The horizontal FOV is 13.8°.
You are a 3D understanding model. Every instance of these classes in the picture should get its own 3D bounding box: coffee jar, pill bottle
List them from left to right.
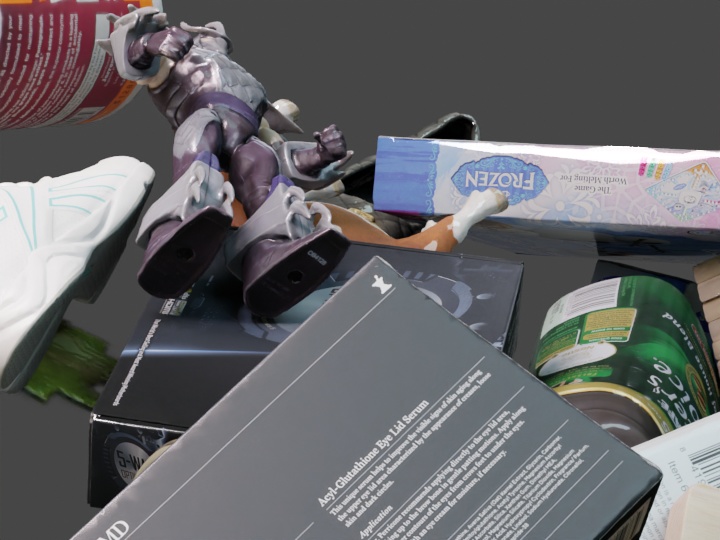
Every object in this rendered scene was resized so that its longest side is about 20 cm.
[{"bbox_3d":[-0.194,-0.121,1.434,0.109,0.110,0.200,39,24,23],"label":"pill bottle"},{"bbox_3d":[0.116,0.082,1.380,0.200,0.085,0.105,-59,130,-67],"label":"coffee jar"}]

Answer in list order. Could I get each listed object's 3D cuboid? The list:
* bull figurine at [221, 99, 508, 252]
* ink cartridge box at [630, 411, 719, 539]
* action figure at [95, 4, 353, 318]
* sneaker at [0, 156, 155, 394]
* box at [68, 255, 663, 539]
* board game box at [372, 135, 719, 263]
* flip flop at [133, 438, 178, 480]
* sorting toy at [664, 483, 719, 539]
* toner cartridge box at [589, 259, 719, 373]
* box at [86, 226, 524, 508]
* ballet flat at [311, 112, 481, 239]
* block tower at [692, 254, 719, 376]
[{"bbox_3d":[0.000,0.000,1.432,0.199,0.065,0.122,27,50,8],"label":"bull figurine"},{"bbox_3d":[0.185,0.128,1.230,0.199,0.083,0.146,-19,73,-27],"label":"ink cartridge box"},{"bbox_3d":[-0.059,-0.058,1.347,0.130,0.069,0.200,24,29,-24],"label":"action figure"},{"bbox_3d":[-0.149,-0.016,1.321,0.080,0.071,0.200,28,23,4],"label":"sneaker"},{"bbox_3d":[-0.009,0.112,1.074,0.141,0.079,0.200,39,61,17],"label":"box"},{"bbox_3d":[0.136,-0.033,1.542,0.198,0.044,0.200,2,-5,25],"label":"board game box"},{"bbox_3d":[-0.028,0.139,1.141,0.057,0.081,0.200,-12,50,-42],"label":"flip flop"},{"bbox_3d":[0.207,0.184,1.104,0.199,0.070,0.199,22,51,-10],"label":"sorting toy"},{"bbox_3d":[0.228,0.044,1.630,0.199,0.043,0.095,16,-1,-28],"label":"toner cartridge box"},{"bbox_3d":[-0.019,0.047,1.284,0.160,0.044,0.200,7,26,7],"label":"box"},{"bbox_3d":[0.015,-0.044,1.587,0.066,0.057,0.200,31,22,6],"label":"ballet flat"},{"bbox_3d":[0.218,0.085,1.430,0.058,0.054,0.201,5,66,-45],"label":"block tower"}]
